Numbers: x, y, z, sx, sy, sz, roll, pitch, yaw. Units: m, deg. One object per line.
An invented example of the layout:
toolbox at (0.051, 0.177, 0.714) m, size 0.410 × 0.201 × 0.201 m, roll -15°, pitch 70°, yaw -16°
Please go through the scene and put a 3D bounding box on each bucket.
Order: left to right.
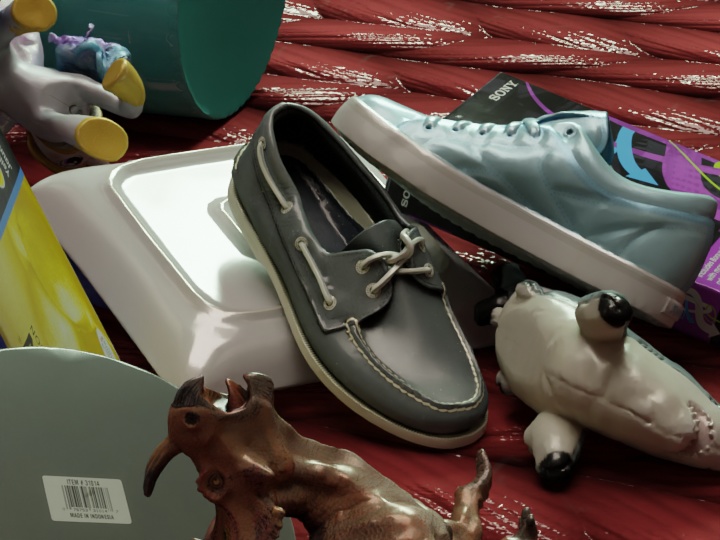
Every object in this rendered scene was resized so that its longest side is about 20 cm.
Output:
bucket at (-0.138, -0.192, 1.691) m, size 0.135 × 0.207 × 0.207 m, roll 9°, pitch 26°, yaw 19°

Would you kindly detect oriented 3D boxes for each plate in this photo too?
plate at (-0.044, -0.014, 1.382) m, size 0.200 × 0.032 × 0.200 m, roll -10°, pitch 37°, yaw -29°

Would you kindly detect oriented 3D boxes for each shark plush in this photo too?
shark plush at (0.104, 0.049, 1.283) m, size 0.083 × 0.091 × 0.200 m, roll 13°, pitch 3°, yaw -25°

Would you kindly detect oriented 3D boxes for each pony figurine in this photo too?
pony figurine at (-0.209, -0.108, 1.506) m, size 0.193 × 0.167 × 0.200 m, roll 29°, pitch -11°, yaw -6°

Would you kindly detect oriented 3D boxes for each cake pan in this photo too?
cake pan at (-0.112, 0.105, 1.059) m, size 0.200 × 0.037 × 0.200 m, roll 16°, pitch 40°, yaw -14°

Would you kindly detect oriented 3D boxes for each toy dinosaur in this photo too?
toy dinosaur at (0.001, 0.135, 0.997) m, size 0.135 × 0.200 × 0.086 m, roll -12°, pitch -15°, yaw -7°

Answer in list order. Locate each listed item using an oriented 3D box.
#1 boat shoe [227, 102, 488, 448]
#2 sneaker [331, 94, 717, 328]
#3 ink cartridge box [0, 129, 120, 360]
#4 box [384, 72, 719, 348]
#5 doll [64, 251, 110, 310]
boat shoe at (0.000, 0.000, 1.293) m, size 0.073 × 0.062 × 0.200 m, roll -15°, pitch 54°, yaw -31°
sneaker at (0.085, -0.050, 1.328) m, size 0.200 × 0.082 × 0.074 m, roll 29°, pitch -3°, yaw 10°
ink cartridge box at (-0.168, 0.018, 1.191) m, size 0.047 × 0.198 × 0.200 m, roll -21°, pitch 21°, yaw 7°
box at (0.130, -0.035, 1.416) m, size 0.200 × 0.036 × 0.143 m, roll 22°, pitch 31°, yaw 17°
doll at (-0.185, -0.014, 1.454) m, size 0.200 × 0.048 × 0.136 m, roll 14°, pitch 29°, yaw 34°
